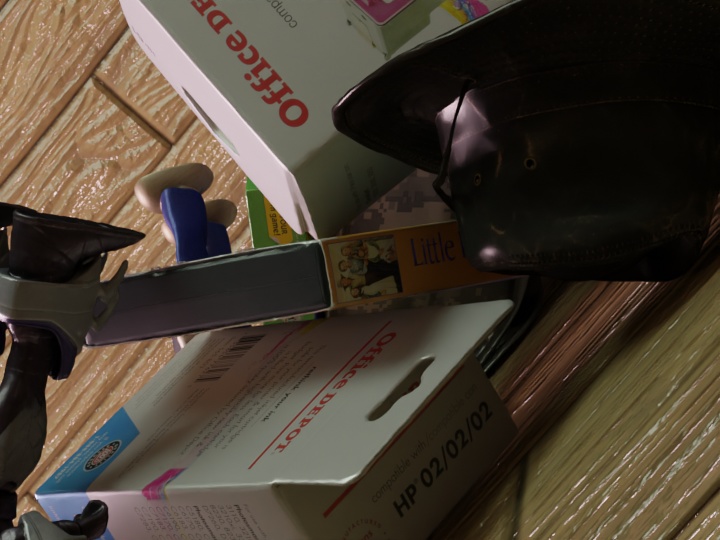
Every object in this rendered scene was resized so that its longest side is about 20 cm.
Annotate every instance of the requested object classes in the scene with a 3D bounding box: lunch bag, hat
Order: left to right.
[{"bbox_3d":[0.037,-0.020,1.216,0.164,0.117,0.201,-84,2,-79],"label":"lunch bag"},{"bbox_3d":[0.087,-0.035,0.874,0.201,0.200,0.081,136,134,-66],"label":"hat"}]

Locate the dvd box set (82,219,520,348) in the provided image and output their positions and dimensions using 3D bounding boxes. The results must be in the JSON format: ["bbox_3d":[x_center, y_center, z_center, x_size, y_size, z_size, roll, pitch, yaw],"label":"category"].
[{"bbox_3d":[0.000,0.000,0.997,0.146,0.029,0.200,-10,-1,42],"label":"dvd box set"}]

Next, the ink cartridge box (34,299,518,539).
[{"bbox_3d":[-0.022,0.076,0.939,0.200,0.068,0.115,-8,30,49],"label":"ink cartridge box"}]

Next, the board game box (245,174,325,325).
[{"bbox_3d":[-0.032,0.013,1.224,0.135,0.029,0.200,-91,-5,-59],"label":"board game box"}]

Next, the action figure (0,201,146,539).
[{"bbox_3d":[-0.146,0.074,0.939,0.069,0.130,0.201,6,-84,-48],"label":"action figure"}]

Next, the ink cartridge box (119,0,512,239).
[{"bbox_3d":[0.007,-0.133,1.069,0.200,0.145,0.085,-39,-21,-7],"label":"ink cartridge box"}]

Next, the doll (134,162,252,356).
[{"bbox_3d":[-0.070,0.049,1.208,0.048,0.200,0.137,-18,-32,9],"label":"doll"}]
